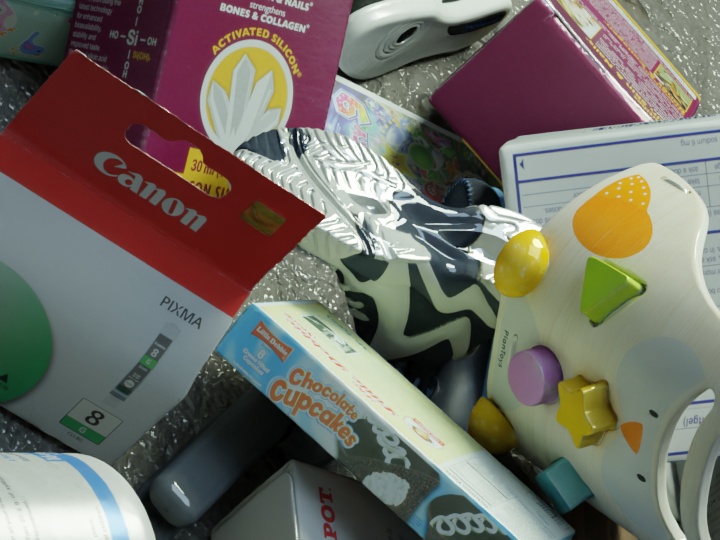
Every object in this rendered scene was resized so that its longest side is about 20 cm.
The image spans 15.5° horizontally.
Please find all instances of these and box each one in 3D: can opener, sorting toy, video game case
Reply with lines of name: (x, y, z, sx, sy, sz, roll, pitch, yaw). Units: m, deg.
can opener: (-0.057, 0.097, 1.471, 0.067, 0.053, 0.200, 51, 38, 2)
sorting toy: (0.150, 0.071, 1.415, 0.106, 0.201, 0.180, -6, 27, -27)
video game case: (0.033, -0.045, 1.707, 0.199, 0.018, 0.144, 25, 45, -28)

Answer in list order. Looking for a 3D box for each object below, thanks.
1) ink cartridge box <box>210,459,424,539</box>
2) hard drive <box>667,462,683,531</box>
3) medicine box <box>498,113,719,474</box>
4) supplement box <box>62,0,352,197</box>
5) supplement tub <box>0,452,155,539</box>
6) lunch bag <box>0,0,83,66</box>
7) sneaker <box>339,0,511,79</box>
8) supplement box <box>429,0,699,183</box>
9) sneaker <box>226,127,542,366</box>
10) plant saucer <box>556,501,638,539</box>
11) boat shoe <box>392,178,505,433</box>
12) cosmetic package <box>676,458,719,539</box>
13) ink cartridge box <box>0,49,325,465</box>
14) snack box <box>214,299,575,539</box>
ink cartridge box: (0.023, 0.205, 1.432, 0.199, 0.084, 0.147, 21, 46, -32)
hard drive: (0.225, 0.122, 1.740, 0.139, 0.038, 0.201, 27, 42, -27)
medicine box: (0.185, 0.011, 1.581, 0.103, 0.181, 0.202, -33, 117, -82)
supplement box: (-0.086, -0.136, 1.514, 0.130, 0.103, 0.201, 10, 93, -40)
supplement tub: (-0.204, 0.149, 1.220, 0.199, 0.132, 0.133, 5, 55, -43)
lunch bag: (-0.197, -0.221, 1.581, 0.160, 0.077, 0.201, 8, 55, -39)
sneaker: (0.013, -0.196, 1.781, 0.112, 0.073, 0.200, 54, 30, 12)
supplement box: (0.139, -0.112, 1.741, 0.131, 0.103, 0.200, 49, 17, -1)
sneaker: (0.000, 0.000, 1.509, 0.198, 0.130, 0.080, 15, 50, -20)
plant saucer: (0.169, 0.211, 1.550, 0.200, 0.029, 0.201, 53, 24, -37)
boat shoe: (0.048, 0.024, 1.602, 0.068, 0.084, 0.201, 18, 53, -15)
cosmetic package: (0.263, 0.188, 1.629, 0.101, 0.074, 0.201, 23, 42, -30)
ink cartridge box: (-0.138, 0.001, 1.352, 0.160, 0.200, 0.050, 33, 41, -19)
snack box: (0.021, 0.092, 1.417, 0.200, 0.037, 0.116, 42, 10, 12)
